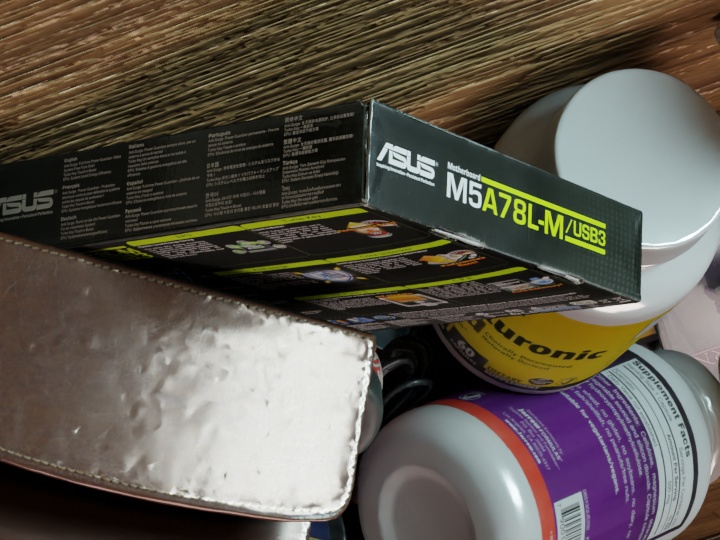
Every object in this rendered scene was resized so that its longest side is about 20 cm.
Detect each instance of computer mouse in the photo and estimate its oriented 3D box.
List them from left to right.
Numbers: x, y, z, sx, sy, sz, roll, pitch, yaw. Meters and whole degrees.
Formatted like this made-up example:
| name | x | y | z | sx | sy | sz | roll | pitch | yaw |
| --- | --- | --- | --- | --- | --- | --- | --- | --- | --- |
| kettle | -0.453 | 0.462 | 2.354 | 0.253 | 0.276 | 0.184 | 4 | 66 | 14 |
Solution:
| name | x | y | z | sx | sy | sz | roll | pitch | yaw |
| --- | --- | --- | --- | --- | --- | --- | --- | --- | --- |
| computer mouse | 0.061 | 0.042 | 1.377 | 0.200 | 0.053 | 0.139 | -39 | 169 | -35 |

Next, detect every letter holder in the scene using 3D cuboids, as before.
| name | x | y | z | sx | sy | sz | roll | pitch | yaw |
| --- | --- | --- | --- | --- | --- | --- | --- | --- | --- |
| letter holder | -0.111 | 0.078 | 1.045 | 0.199 | 0.143 | 0.101 | 16 | 159 | -17 |

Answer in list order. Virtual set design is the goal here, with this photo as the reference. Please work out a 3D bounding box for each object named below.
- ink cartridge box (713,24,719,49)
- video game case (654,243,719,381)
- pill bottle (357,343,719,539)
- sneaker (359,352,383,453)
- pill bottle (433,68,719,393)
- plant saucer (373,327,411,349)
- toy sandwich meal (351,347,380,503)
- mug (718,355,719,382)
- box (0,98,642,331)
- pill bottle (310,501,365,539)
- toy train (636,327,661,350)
| name | x | y | z | sx | sy | sz | roll | pitch | yaw |
| --- | --- | --- | --- | --- | --- | --- | --- | --- | --- |
| ink cartridge box | 0.273 | -0.109 | 1.124 | 0.199 | 0.085 | 0.146 | -14 | 167 | -19 |
| video game case | 0.219 | -0.002 | 1.406 | 0.142 | 0.019 | 0.201 | -18 | 132 | 6 |
| pill bottle | 0.100 | 0.101 | 1.343 | 0.199 | 0.113 | 0.112 | -18 | 172 | -44 |
| sneaker | -0.086 | 0.022 | 1.243 | 0.200 | 0.108 | 0.068 | 17 | 117 | -11 |
| pill bottle | 0.101 | -0.020 | 1.217 | 0.111 | 0.112 | 0.200 | -13 | 166 | -15 |
| plant saucer | 0.000 | 0.000 | 1.305 | 0.070 | 0.019 | 0.200 | 27 | 165 | 4 |
| toy sandwich meal | 0.012 | 0.108 | 1.500 | 0.070 | 0.207 | 0.205 | 15 | 155 | -21 |
| mug | 0.277 | 0.022 | 1.321 | 0.148 | 0.154 | 0.187 | 2 | 132 | -14 |
| box | -0.018 | -0.015 | 1.072 | 0.199 | 0.048 | 0.193 | -7 | 162 | 38 |
| pill bottle | -0.077 | 0.136 | 1.296 | 0.111 | 0.113 | 0.199 | -25 | 152 | 32 |
| toy train | 0.170 | 0.005 | 1.484 | 0.199 | 0.086 | 0.114 | -19 | 155 | 15 |
